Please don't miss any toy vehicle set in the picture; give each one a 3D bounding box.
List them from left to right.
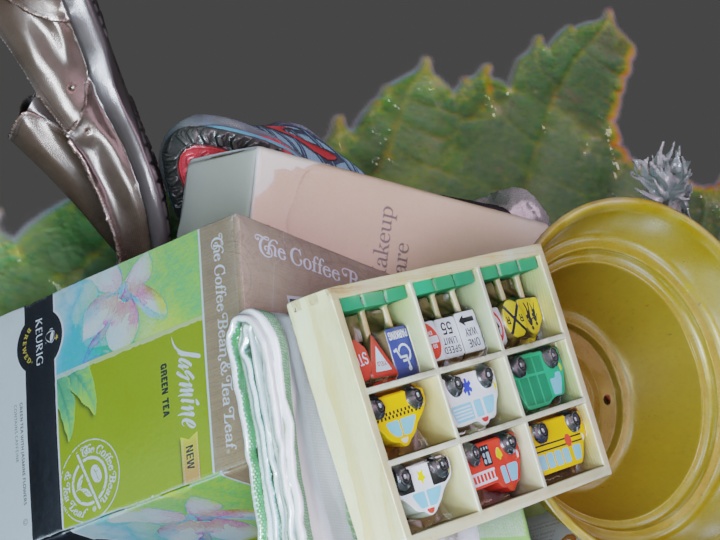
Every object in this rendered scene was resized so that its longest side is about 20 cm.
[{"bbox_3d":[0.047,0.059,1.353,0.200,0.026,0.125,-12,83,-56],"label":"toy vehicle set"}]

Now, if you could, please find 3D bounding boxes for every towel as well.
[{"bbox_3d":[0.018,0.094,1.337,0.200,0.031,0.150,6,71,-51],"label":"towel"}]

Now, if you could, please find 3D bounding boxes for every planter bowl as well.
[{"bbox_3d":[0.131,0.067,1.528,0.200,0.083,0.202,9,74,-34],"label":"planter bowl"}]

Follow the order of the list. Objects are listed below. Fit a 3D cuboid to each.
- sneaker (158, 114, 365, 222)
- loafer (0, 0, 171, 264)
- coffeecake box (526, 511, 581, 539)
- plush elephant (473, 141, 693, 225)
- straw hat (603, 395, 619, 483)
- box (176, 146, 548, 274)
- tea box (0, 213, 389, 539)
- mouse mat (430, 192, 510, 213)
[{"bbox_3d":[-0.053,-0.047,1.642,0.200,0.079,0.096,27,18,-44],"label":"sneaker"},{"bbox_3d":[-0.156,-0.079,1.528,0.073,0.071,0.201,-118,-171,-81],"label":"loafer"},{"bbox_3d":[0.070,0.237,1.556,0.073,0.153,0.200,51,38,-25],"label":"coffeecake box"},{"bbox_3d":[0.134,0.023,1.788,0.165,0.154,0.201,-129,-145,-62],"label":"plush elephant"},{"bbox_3d":[0.181,0.107,1.666,0.202,0.085,0.201,59,-1,1],"label":"straw hat"},{"bbox_3d":[0.000,0.000,1.548,0.199,0.078,0.096,12,78,-33],"label":"box"},{"bbox_3d":[-0.063,0.084,1.431,0.200,0.196,0.134,21,55,-45],"label":"tea box"},{"bbox_3d":[0.041,0.053,1.643,0.160,0.008,0.201,8,81,-47],"label":"mouse mat"}]
